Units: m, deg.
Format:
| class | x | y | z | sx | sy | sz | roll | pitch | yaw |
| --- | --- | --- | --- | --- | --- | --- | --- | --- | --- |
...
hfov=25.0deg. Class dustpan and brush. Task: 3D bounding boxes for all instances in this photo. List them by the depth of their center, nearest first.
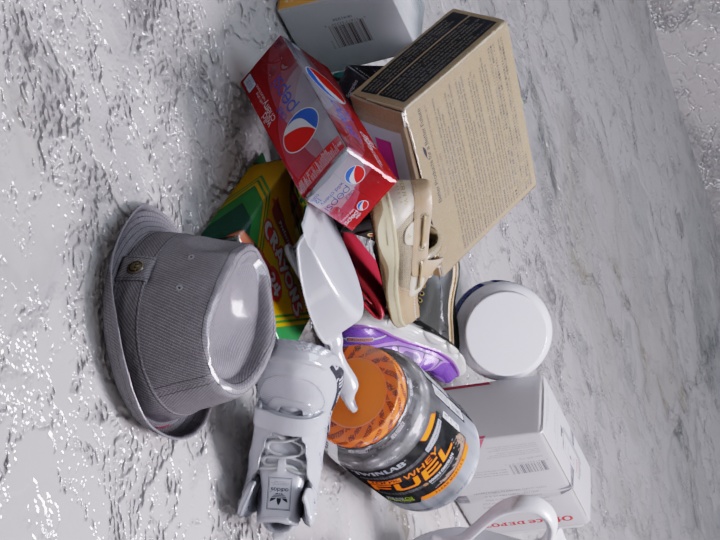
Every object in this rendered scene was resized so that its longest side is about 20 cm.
| class | x | y | z | sx | sy | sz | roll | pitch | yaw |
| --- | --- | --- | --- | --- | --- | --- | --- | --- | --- |
| dustpan and brush | -0.027 | 0.035 | 1.451 | 0.140 | 0.057 | 0.201 | -82 | 147 | -69 |

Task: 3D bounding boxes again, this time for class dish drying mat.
| class | x | y | z | sx | sy | sz | roll | pitch | yaw |
| --- | --- | --- | --- | --- | --- | --- | --- | --- | --- |
| dish drying mat | 0.000 | 0.000 | 1.613 | 0.077 | 0.018 | 0.200 | 50 | 7 | -7 |

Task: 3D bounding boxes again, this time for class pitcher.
| class | x | y | z | sx | sy | sz | roll | pitch | yaw |
| --- | --- | --- | --- | --- | --- | --- | --- | --- | --- |
| pitcher | 0.121 | 0.300 | 1.640 | 0.122 | 0.198 | 0.173 | -70 | 143 | -53 |

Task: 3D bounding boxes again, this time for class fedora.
| class | x | y | z | sx | sy | sz | roll | pitch | yaw |
| --- | --- | --- | --- | --- | --- | --- | --- | --- | --- |
| fedora | -0.124 | 0.035 | 1.278 | 0.201 | 0.089 | 0.178 | -70 | 144 | -53 |

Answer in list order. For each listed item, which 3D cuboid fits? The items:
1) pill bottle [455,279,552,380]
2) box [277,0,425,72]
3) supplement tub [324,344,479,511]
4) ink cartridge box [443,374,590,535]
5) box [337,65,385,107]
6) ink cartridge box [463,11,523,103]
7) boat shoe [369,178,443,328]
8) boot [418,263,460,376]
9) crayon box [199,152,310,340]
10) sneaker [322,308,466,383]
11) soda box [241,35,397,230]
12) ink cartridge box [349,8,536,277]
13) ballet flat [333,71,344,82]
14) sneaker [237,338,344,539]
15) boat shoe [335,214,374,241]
| class | x | y | z | sx | sy | sz | roll | pitch | yaw |
| --- | --- | --- | --- | --- | --- | --- | --- | --- | --- |
| pill bottle | 0.165 | 0.070 | 1.905 | 0.200 | 0.115 | 0.117 | -9 | 88 | -88 |
| box | -0.002 | -0.319 | 1.712 | 0.098 | 0.123 | 0.201 | 58 | 29 | -43 |
| supplement tub | 0.031 | 0.152 | 1.584 | 0.200 | 0.121 | 0.124 | 44 | 41 | -56 |
| ink cartridge box | 0.173 | 0.219 | 1.886 | 0.201 | 0.145 | 0.083 | 59 | 29 | -44 |
| box | -0.002 | -0.137 | 1.638 | 0.144 | 0.036 | 0.200 | -60 | 165 | 16 |
| ink cartridge box | 0.088 | -0.145 | 1.683 | 0.201 | 0.048 | 0.146 | -55 | 148 | -15 |
| boat shoe | 0.047 | -0.013 | 1.514 | 0.201 | 0.064 | 0.072 | 80 | -3 | -58 |
| boot | 0.055 | 0.024 | 1.780 | 0.138 | 0.077 | 0.202 | -15 | 93 | -64 |
| crayon box | -0.080 | -0.018 | 1.473 | 0.200 | 0.050 | 0.128 | -64 | 139 | -58 |
| sneaker | 0.029 | 0.082 | 1.666 | 0.199 | 0.080 | 0.084 | 24 | 98 | -45 |
| soda box | -0.040 | -0.127 | 1.471 | 0.070 | 0.063 | 0.201 | 31 | 20 | -38 |
| ink cartridge box | 0.085 | -0.125 | 1.576 | 0.165 | 0.075 | 0.201 | -41 | 135 | -30 |
| ballet flat | -0.017 | -0.175 | 1.712 | 0.200 | 0.071 | 0.073 | -23 | 102 | -66 |
| sneaker | -0.059 | 0.145 | 1.353 | 0.201 | 0.074 | 0.116 | 98 | 0 | -58 |
| boat shoe | 0.024 | -0.066 | 1.681 | 0.063 | 0.074 | 0.201 | 55 | 23 | 9 |
